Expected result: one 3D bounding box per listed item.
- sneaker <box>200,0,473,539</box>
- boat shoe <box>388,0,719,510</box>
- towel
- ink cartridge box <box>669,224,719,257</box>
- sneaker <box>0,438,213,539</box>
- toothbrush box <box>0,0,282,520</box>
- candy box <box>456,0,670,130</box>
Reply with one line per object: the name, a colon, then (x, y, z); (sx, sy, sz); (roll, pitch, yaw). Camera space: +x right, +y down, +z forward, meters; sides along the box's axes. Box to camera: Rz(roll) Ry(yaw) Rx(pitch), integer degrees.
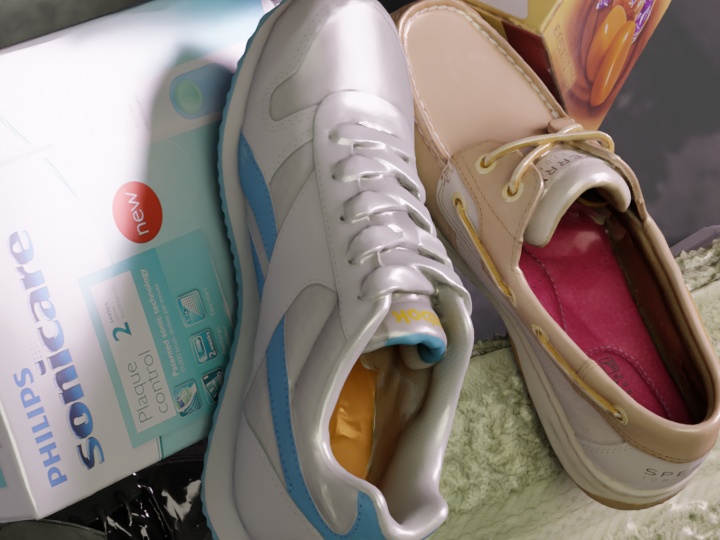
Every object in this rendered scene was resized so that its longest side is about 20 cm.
sneaker: (0.000, 0.000, 0.870); (0.076, 0.081, 0.201); (11, 76, -41)
boat shoe: (0.069, -0.017, 0.910); (0.074, 0.069, 0.200); (-25, 77, -25)
towel: (0.092, 0.082, 0.956); (0.199, 0.036, 0.149); (-20, 97, -25)
ink cartridge box: (0.131, 0.109, 1.042); (0.175, 0.084, 0.201); (-30, 100, -18)
sneaker: (-0.110, 0.108, 0.943); (0.199, 0.090, 0.067); (-21, 97, -21)
toothbrush box: (-0.086, -0.013, 0.916); (0.200, 0.085, 0.147); (-23, 97, -42)
candy box: (0.104, -0.158, 1.017); (0.056, 0.117, 0.201); (25, 77, 19)
